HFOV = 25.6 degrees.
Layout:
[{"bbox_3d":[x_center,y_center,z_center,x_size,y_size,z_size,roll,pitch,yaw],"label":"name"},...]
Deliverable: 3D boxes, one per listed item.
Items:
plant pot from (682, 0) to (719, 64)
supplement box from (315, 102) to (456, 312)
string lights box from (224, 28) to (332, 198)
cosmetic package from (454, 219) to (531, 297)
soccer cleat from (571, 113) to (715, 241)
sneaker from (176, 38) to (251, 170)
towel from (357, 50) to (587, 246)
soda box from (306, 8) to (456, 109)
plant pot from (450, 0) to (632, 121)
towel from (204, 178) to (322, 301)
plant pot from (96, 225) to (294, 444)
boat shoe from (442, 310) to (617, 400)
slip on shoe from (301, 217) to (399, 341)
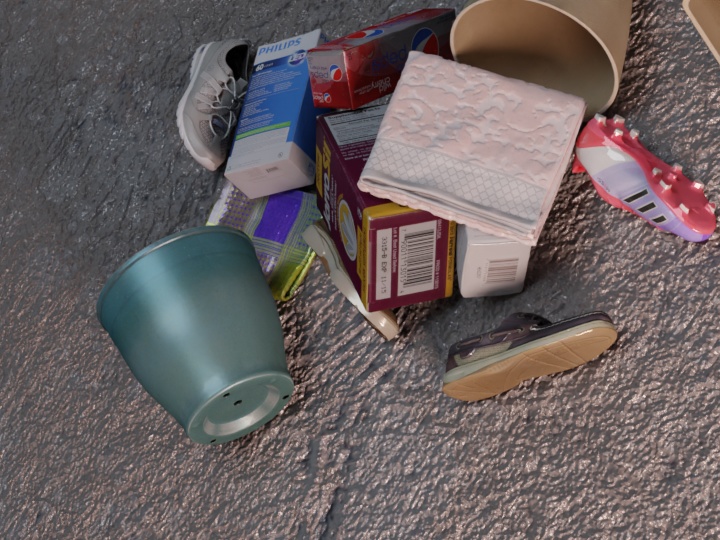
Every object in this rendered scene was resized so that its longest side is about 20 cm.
[{"bbox_3d":[0.437,-0.281,1.494,0.199,0.200,0.178,-16,45,32],"label":"plant pot"},{"bbox_3d":[0.025,-0.072,1.719,0.102,0.132,0.200,-11,40,-13],"label":"supplement box"},{"bbox_3d":[-0.093,-0.195,1.956,0.102,0.059,0.201,-10,53,34],"label":"string lights box"},{"bbox_3d":[0.130,-0.083,1.679,0.073,0.102,0.201,-4,55,-5],"label":"cosmetic package"},{"bbox_3d":[0.285,-0.081,1.598,0.200,0.066,0.077,52,131,39],"label":"soccer cleat"},{"bbox_3d":[-0.184,-0.224,2.053,0.082,0.075,0.201,-19,54,33],"label":"sneaker"},{"bbox_3d":[0.116,-0.132,1.633,0.199,0.032,0.192,18,58,9],"label":"towel"},{"bbox_3d":[0.029,-0.243,1.808,0.063,0.199,0.071,9,116,43],"label":"soda box"},{"bbox_3d":[0.218,-0.295,1.702,0.186,0.188,0.201,-1,51,39],"label":"plant pot"},{"bbox_3d":[-0.125,-0.044,1.938,0.199,0.023,0.144,20,79,45],"label":"towel"},{"bbox_3d":[-0.173,0.085,1.795,0.200,0.200,0.189,-39,61,16],"label":"plant pot"},{"bbox_3d":[0.165,0.073,1.595,0.199,0.072,0.065,-26,56,34],"label":"boat shoe"},{"bbox_3d":[0.000,0.000,1.779,0.060,0.076,0.200,-39,40,2],"label":"slip on shoe"}]
